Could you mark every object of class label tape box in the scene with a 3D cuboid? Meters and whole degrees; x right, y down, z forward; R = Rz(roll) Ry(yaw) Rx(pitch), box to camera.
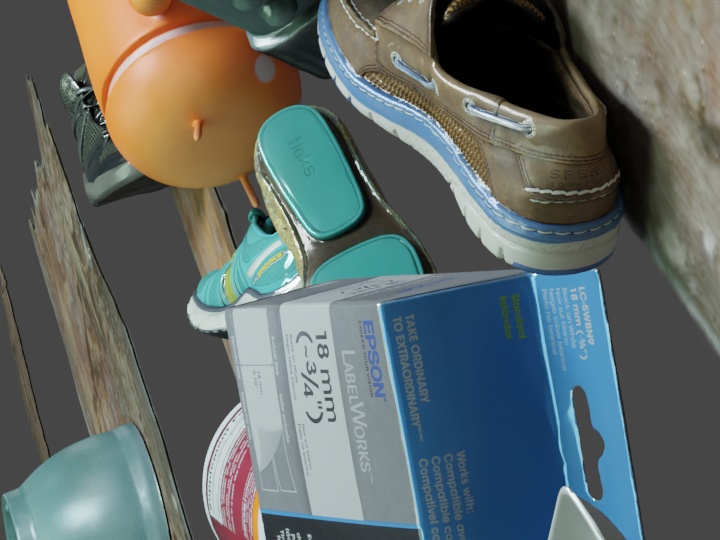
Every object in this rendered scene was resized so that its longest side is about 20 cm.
[{"bbox_3d":[0.027,0.076,0.937,0.200,0.063,0.144,-4,97,58],"label":"label tape box"}]

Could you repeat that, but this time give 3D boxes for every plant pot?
[{"bbox_3d":[-0.260,0.254,2.084,0.200,0.134,0.201,169,90,-76],"label":"plant pot"}]

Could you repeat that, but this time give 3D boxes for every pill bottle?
[{"bbox_3d":[-0.017,0.114,1.138,0.200,0.113,0.113,-169,69,-75],"label":"pill bottle"}]

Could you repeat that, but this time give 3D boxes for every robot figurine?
[{"bbox_3d":[-0.099,-0.129,1.269,0.144,0.116,0.200,-62,38,44],"label":"robot figurine"}]

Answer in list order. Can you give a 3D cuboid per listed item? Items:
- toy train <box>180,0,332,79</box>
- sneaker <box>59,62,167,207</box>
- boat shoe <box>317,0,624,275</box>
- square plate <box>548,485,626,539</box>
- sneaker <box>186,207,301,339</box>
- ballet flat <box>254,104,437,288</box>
[{"bbox_3d":[-0.059,-0.161,0.999,0.085,0.200,0.114,-34,58,25],"label":"toy train"},{"bbox_3d":[-0.180,-0.107,1.648,0.199,0.076,0.114,-162,56,-79],"label":"sneaker"},{"bbox_3d":[0.046,-0.083,0.870,0.200,0.072,0.072,50,144,43],"label":"boat shoe"},{"bbox_3d":[0.119,0.209,0.830,0.200,0.028,0.198,95,151,-45],"label":"square plate"},{"bbox_3d":[-0.046,0.004,1.286,0.200,0.077,0.080,170,109,-70],"label":"sneaker"},{"bbox_3d":[0.000,0.000,1.108,0.071,0.071,0.200,96,157,-47],"label":"ballet flat"}]
